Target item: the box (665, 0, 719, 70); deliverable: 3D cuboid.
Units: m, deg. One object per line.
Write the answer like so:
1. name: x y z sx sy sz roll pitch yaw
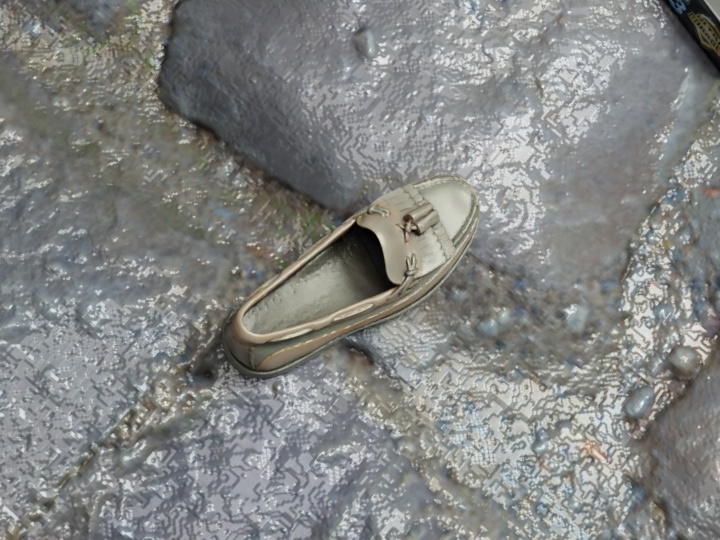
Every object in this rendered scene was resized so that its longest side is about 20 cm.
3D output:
1. box: 0.286 -0.273 1.015 0.197 0.050 0.201 -32 79 -15

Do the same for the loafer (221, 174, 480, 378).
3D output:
1. loafer: 0.000 0.000 0.894 0.199 0.063 0.072 -34 79 -14
